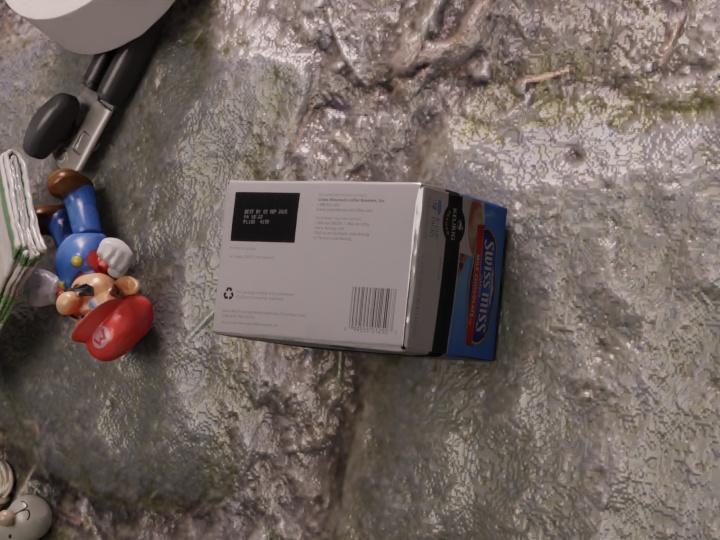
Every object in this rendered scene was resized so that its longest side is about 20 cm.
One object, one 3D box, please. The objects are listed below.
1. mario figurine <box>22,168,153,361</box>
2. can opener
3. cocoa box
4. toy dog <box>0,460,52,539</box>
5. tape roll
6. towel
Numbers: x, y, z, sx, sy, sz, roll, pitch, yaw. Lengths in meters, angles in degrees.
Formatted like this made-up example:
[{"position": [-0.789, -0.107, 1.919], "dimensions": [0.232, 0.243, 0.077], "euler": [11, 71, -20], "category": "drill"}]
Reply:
[{"position": [-0.265, -0.001, 1.643], "dimensions": [0.106, 0.124, 0.200], "euler": [-21, 55, -11], "category": "mario figurine"}, {"position": [-0.250, -0.184, 1.699], "dimensions": [0.053, 0.066, 0.200], "euler": [38, 100, 35], "category": "can opener"}, {"position": [0.000, 0.000, 1.438], "dimensions": [0.200, 0.131, 0.134], "euler": [3, 84, 36], "category": "cocoa box"}, {"position": [-0.392, 0.282, 1.701], "dimensions": [0.132, 0.096, 0.200], "euler": [37, 104, 34], "category": "toy dog"}, {"position": [-0.248, -0.309, 1.680], "dimensions": [0.202, 0.071, 0.203], "euler": [-16, 59, 29], "category": "tape roll"}, {"position": [-0.357, 0.003, 1.712], "dimensions": [0.200, 0.031, 0.149], "euler": [-59, 34, 34], "category": "towel"}]
